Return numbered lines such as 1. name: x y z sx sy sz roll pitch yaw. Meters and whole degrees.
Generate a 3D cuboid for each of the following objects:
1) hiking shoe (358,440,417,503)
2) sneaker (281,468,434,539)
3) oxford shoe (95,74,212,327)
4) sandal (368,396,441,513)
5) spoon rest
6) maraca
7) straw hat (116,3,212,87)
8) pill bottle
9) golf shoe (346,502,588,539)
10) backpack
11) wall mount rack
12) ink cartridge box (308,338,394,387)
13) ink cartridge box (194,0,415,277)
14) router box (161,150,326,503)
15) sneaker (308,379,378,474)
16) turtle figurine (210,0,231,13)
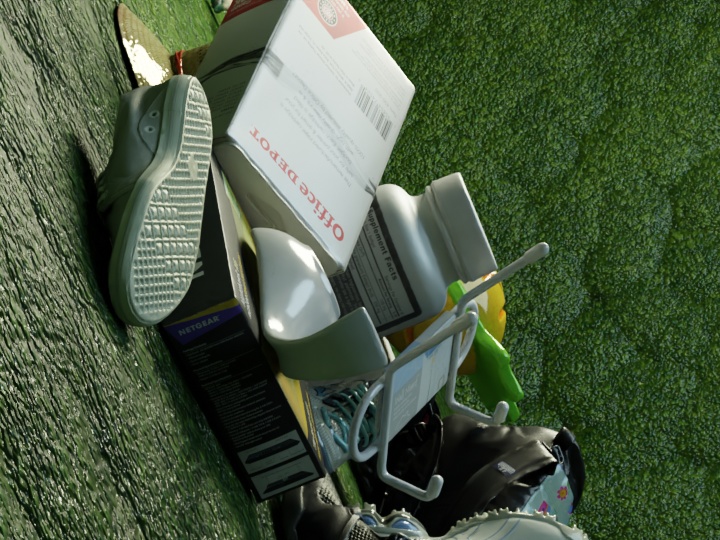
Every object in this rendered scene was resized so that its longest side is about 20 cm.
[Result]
1. hiking shoe: 0.026 0.157 1.930 0.101 0.075 0.201 -33 100 -82
2. sneaker: 0.011 0.195 1.351 0.200 0.114 0.077 -109 177 -53
3. oxford shoe: -0.129 -0.040 1.199 0.201 0.057 0.075 -85 163 -47
4. sandal: 0.054 0.146 1.786 0.045 0.201 0.075 24 10 0
5. spoon rest: -0.039 0.028 1.305 0.100 0.060 0.200 67 -9 -17
6. maraca: 0.074 0.037 1.687 0.200 0.107 0.137 54 -12 21
7. straw hat: -0.112 -0.130 1.589 0.201 0.085 0.202 -22 90 -85
8. pill bottle: 0.000 0.000 1.571 0.111 0.199 0.111 -22 90 -87
9. golf shoe: 0.075 0.232 1.516 0.098 0.198 0.079 -93 -177 -47
10. backpack: 0.087 0.222 1.669 0.200 0.166 0.127 -54 128 -36
11. wall mount rack: 0.070 0.067 1.510 0.200 0.074 0.175 -42 146 -49
12. ink cartridge box: -0.032 0.043 1.733 0.146 0.085 0.201 -71 140 -83
13. ink cartridge box: -0.054 -0.106 1.504 0.147 0.083 0.201 50 43 -29
14. router box: -0.085 0.030 1.354 0.200 0.052 0.158 -105 172 -55
15. sneaker: -0.020 0.110 1.539 0.200 0.086 0.078 -29 97 -85
16. turtle figurine: -0.101 -0.243 2.235 0.201 0.100 0.150 72 0 -48
